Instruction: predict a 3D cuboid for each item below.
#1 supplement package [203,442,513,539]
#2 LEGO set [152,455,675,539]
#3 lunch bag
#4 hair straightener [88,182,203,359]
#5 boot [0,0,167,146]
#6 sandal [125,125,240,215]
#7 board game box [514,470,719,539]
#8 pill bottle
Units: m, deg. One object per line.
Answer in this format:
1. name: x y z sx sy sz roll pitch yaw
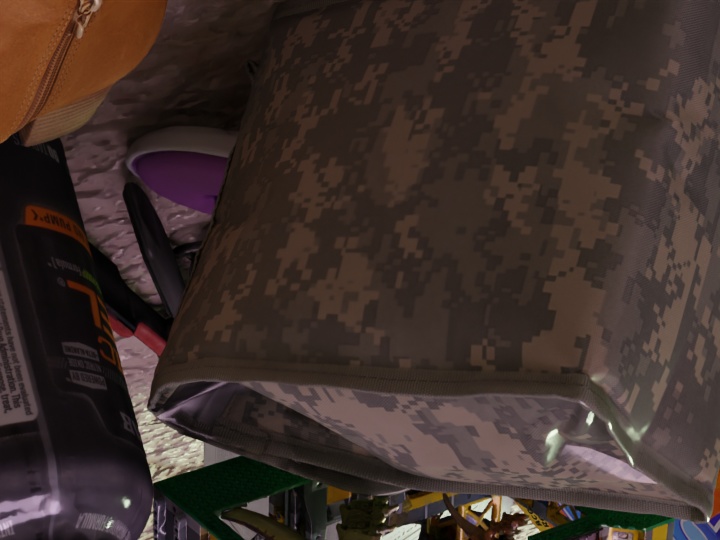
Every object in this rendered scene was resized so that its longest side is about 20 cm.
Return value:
1. supplement package: 0.003 0.072 1.015 0.109 0.114 0.200 -34 160 -20
2. LEGO set: 0.016 0.133 0.814 0.199 0.153 0.117 -20 122 -40
3. lunch bag: 0.031 -0.013 0.762 0.199 0.165 0.118 2 156 35
4. hair straightener: -0.068 0.012 0.959 0.076 0.041 0.200 -22 155 4
5. boot: -0.149 -0.065 0.700 0.200 0.071 0.144 -25 166 -25
6. sandal: 0.002 -0.002 0.874 0.201 0.050 0.082 21 158 -13
7. board game box: 0.216 0.079 1.048 0.199 0.200 0.200 -33 161 -24
8. pill bottle: -0.134 0.047 0.792 0.105 0.201 0.106 -15 155 -7
